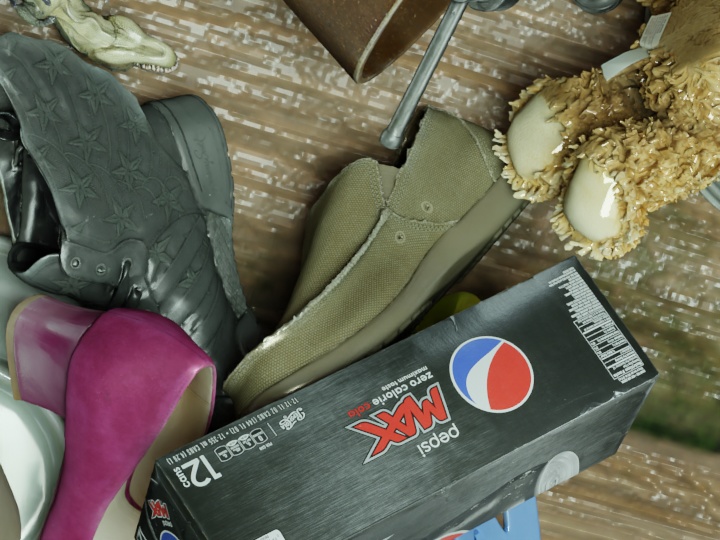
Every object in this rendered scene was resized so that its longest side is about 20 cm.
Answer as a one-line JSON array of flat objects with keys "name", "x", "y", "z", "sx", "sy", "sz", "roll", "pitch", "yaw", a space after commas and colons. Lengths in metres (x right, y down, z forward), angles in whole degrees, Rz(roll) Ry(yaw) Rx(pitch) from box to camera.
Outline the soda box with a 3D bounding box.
[{"name": "soda box", "x": 0.015, "y": 0.072, "z": 0.970, "sx": 0.200, "sy": 0.071, "sz": 0.063, "roll": -24, "pitch": 66, "yaw": -25}]

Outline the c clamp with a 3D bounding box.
[{"name": "c clamp", "x": 0.087, "y": -0.139, "z": 1.025, "sx": 0.027, "sy": 0.200, "sz": 0.171, "roll": 37, "pitch": 115, "yaw": 17}]

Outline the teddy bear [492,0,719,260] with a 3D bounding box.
[{"name": "teddy bear", "x": 0.148, "y": -0.080, "z": 1.023, "sx": 0.200, "sy": 0.145, "sz": 0.067, "roll": -48, "pitch": 126, "yaw": -14}]

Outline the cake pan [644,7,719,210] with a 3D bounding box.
[{"name": "cake pan", "x": 0.226, "y": -0.105, "z": 1.120, "sx": 0.200, "sy": 0.037, "sz": 0.201, "roll": -2, "pitch": 98, "yaw": -14}]

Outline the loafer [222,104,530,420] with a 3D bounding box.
[{"name": "loafer", "x": 0.000, "y": 0.000, "z": 1.035, "sx": 0.067, "sy": 0.076, "sz": 0.200, "roll": 41, "pitch": 47, "yaw": 6}]

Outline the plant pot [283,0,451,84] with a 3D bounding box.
[{"name": "plant pot", "x": -0.015, "y": -0.209, "z": 0.983, "sx": 0.200, "sy": 0.187, "sz": 0.187, "roll": 41, "pitch": 86, "yaw": 3}]

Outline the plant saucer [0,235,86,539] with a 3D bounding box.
[{"name": "plant saucer", "x": -0.172, "y": 0.084, "z": 1.038, "sx": 0.199, "sy": 0.050, "sz": 0.201, "roll": -2, "pitch": 97, "yaw": -14}]

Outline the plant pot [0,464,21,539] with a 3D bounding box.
[{"name": "plant pot", "x": -0.218, "y": 0.068, "z": 0.913, "sx": 0.200, "sy": 0.200, "sz": 0.174, "roll": -43, "pitch": 124, "yaw": -5}]

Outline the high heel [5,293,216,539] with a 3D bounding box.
[{"name": "high heel", "x": -0.080, "y": 0.102, "z": 0.997, "sx": 0.067, "sy": 0.096, "sz": 0.201, "roll": -30, "pitch": 124, "yaw": -41}]

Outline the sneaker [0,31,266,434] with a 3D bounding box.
[{"name": "sneaker", "x": -0.100, "y": -0.001, "z": 1.026, "sx": 0.104, "sy": 0.060, "sz": 0.200, "roll": -12, "pitch": 91, "yaw": -35}]

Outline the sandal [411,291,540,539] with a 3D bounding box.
[{"name": "sandal", "x": 0.040, "y": 0.109, "z": 1.048, "sx": 0.087, "sy": 0.079, "sz": 0.200, "roll": 29, "pitch": 64, "yaw": -15}]

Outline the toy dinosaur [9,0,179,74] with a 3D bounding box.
[{"name": "toy dinosaur", "x": -0.143, "y": -0.147, "z": 0.994, "sx": 0.047, "sy": 0.088, "sz": 0.200, "roll": -38, "pitch": 105, "yaw": -6}]
